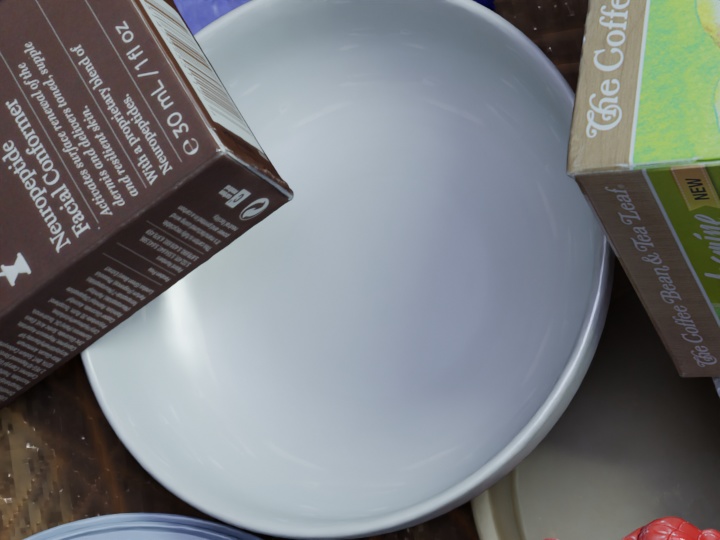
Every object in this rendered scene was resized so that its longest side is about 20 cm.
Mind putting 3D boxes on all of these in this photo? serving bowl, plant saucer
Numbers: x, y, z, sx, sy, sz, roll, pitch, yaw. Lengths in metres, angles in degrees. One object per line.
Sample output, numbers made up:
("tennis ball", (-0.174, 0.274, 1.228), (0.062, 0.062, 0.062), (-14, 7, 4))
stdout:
("serving bowl", (0.000, 0.000, 1.057), (0.199, 0.066, 0.201), (-5, 76, 19))
("plant saucer", (0.137, 0.073, 1.067), (0.199, 0.029, 0.201), (1, 70, -2))

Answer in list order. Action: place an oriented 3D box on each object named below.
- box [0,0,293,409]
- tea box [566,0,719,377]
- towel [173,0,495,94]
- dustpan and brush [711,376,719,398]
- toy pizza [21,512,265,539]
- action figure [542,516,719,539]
("box", (-0.136, -0.015, 1.035), (0.200, 0.075, 0.100), (-37, 69, 9))
("tea box", (0.186, -0.086, 0.975), (0.196, 0.134, 0.201), (-6, 56, 23))
("towel", (-0.063, -0.130, 1.130), (0.199, 0.050, 0.148), (-19, 79, -8))
("dustpan and brush", (0.156, -0.006, 1.047), (0.139, 0.057, 0.200), (-42, 46, -7))
("toy pizza", (-0.076, 0.183, 1.021), (0.199, 0.032, 0.201), (0, 70, 0))
("action figure", (0.150, 0.131, 0.998), (0.199, 0.066, 0.052), (21, 43, 6))
